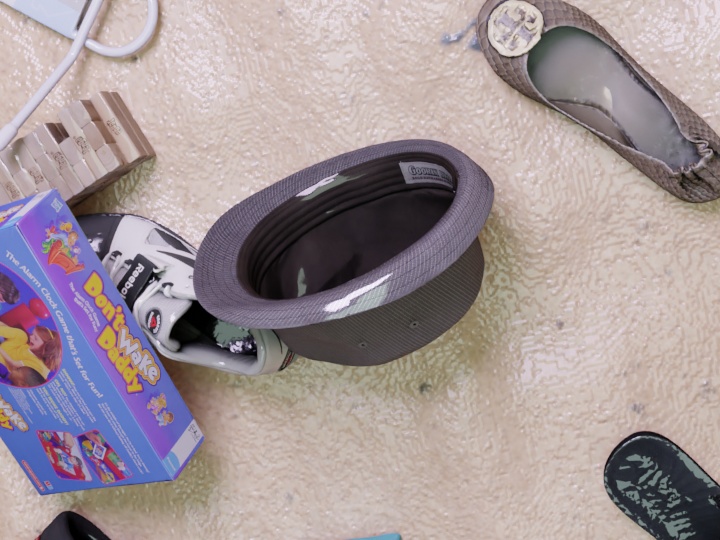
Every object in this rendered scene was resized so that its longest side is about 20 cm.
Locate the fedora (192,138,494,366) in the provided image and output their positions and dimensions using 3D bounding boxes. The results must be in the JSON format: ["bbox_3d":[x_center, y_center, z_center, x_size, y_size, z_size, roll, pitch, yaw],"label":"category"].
[{"bbox_3d":[0.000,0.000,0.788,0.198,0.178,0.091,-23,123,5],"label":"fedora"}]

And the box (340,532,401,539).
[{"bbox_3d":[0.002,0.294,0.863,0.081,0.049,0.203,-8,96,10],"label":"box"}]

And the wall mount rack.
[{"bbox_3d":[-0.246,-0.186,0.824,0.198,0.075,0.175,28,98,6],"label":"wall mount rack"}]

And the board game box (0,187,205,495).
[{"bbox_3d":[-0.208,0.055,0.812,0.133,0.045,0.201,-11,117,33],"label":"board game box"}]

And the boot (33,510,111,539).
[{"bbox_3d":[-0.193,0.282,0.884,0.144,0.072,0.201,-35,87,10],"label":"boot"}]

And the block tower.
[{"bbox_3d":[-0.245,-0.050,0.855,0.199,0.054,0.058,-33,91,11],"label":"block tower"}]

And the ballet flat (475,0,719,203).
[{"bbox_3d":[0.158,-0.113,0.787,0.199,0.046,0.068,40,101,2],"label":"ballet flat"}]

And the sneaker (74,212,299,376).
[{"bbox_3d":[-0.136,0.016,0.831,0.198,0.088,0.075,21,102,7],"label":"sneaker"}]

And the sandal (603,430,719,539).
[{"bbox_3d":[0.248,0.187,0.811,0.199,0.048,0.076,34,101,4],"label":"sandal"}]
